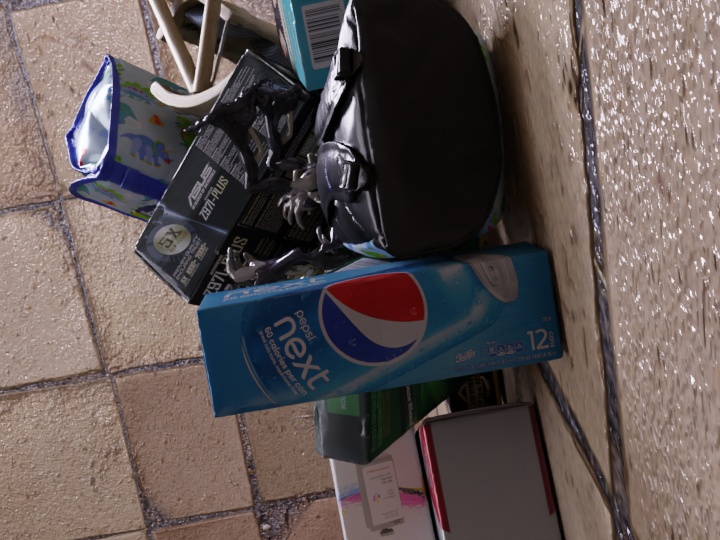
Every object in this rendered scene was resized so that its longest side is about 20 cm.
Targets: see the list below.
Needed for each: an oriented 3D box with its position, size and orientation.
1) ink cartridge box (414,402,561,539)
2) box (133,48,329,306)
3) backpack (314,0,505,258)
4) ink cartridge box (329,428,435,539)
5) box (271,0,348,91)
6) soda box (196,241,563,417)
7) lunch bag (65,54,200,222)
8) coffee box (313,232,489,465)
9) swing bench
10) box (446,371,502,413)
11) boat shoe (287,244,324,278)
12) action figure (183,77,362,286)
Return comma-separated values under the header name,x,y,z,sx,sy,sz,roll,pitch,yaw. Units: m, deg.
name,x,y,z,sx,sy,sz,roll,pitch,yaw
ink cartridge box,0.094,0.183,0.889,0.200,0.082,0.146,86,174,-80
box,-0.072,-0.064,1.010,0.086,0.200,0.164,39,-165,32
backpack,0.029,-0.079,0.752,0.200,0.153,0.164,157,107,-69
ink cartridge box,0.016,0.180,0.891,0.117,0.067,0.201,83,177,-61
box,-0.038,-0.203,0.942,0.200,0.049,0.083,-117,16,-71
soda box,0.010,0.032,0.677,0.068,0.199,0.064,-112,11,-83
lunch bag,-0.188,-0.104,1.141,0.128,0.170,0.200,-61,28,14
coffee box,0.034,0.040,0.821,0.200,0.044,0.124,-26,-61,-57
swing bench,-0.094,-0.199,1.136,0.199,0.130,0.201,23,-131,-46
box,0.079,0.009,1.027,0.160,0.049,0.201,-95,-5,-70
boat shoe,0.000,0.000,0.978,0.200,0.065,0.073,-47,-21,-49
action figure,-0.044,-0.042,0.875,0.200,0.102,0.119,58,-145,-11
